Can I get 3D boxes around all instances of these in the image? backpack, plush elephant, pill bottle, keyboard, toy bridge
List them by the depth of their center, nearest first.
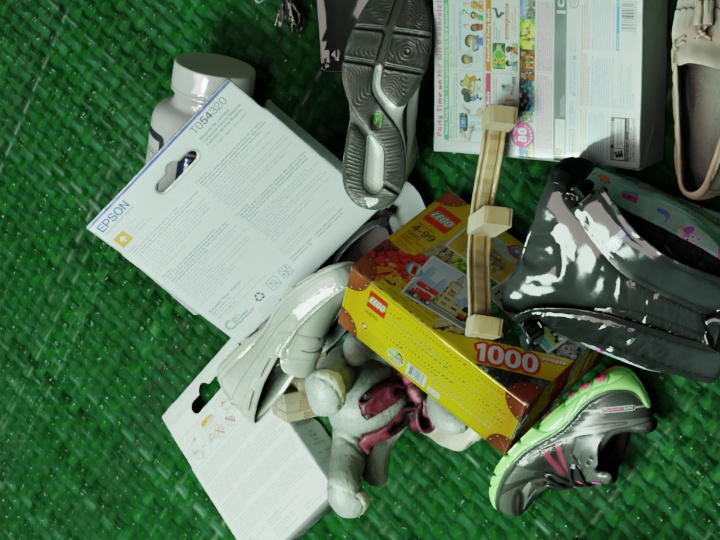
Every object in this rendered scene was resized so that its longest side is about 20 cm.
[{"bbox_3d":[0.234,0.001,1.231,0.198,0.127,0.168,23,125,11],"label":"backpack"},{"bbox_3d":[0.109,-0.042,1.267,0.027,0.067,0.202,6,82,-7],"label":"toy bridge"},{"bbox_3d":[0.048,0.119,1.401,0.153,0.200,0.166,-3,117,12],"label":"plush elephant"},{"bbox_3d":[-0.028,-0.288,1.408,0.126,0.021,0.202,5,105,27],"label":"keyboard"},{"bbox_3d":[-0.159,-0.109,1.491,0.110,0.111,0.202,24,116,26],"label":"pill bottle"}]

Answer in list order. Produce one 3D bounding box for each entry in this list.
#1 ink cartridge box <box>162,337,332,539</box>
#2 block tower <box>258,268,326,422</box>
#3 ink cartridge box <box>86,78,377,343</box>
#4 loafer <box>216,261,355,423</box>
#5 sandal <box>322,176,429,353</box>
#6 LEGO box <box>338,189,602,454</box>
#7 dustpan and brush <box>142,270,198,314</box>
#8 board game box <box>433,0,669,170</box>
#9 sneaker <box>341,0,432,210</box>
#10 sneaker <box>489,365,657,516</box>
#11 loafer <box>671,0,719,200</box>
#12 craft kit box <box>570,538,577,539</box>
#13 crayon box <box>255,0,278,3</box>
[{"bbox_3d":[-0.111,0.192,1.594,0.162,0.050,0.201,-47,68,35],"label":"ink cartridge box"},{"bbox_3d":[-0.071,0.046,1.500,0.054,0.057,0.202,21,117,60],"label":"block tower"},{"bbox_3d":[-0.117,-0.057,1.381,0.196,0.043,0.200,-43,118,14],"label":"ink cartridge box"},{"bbox_3d":[-0.059,0.068,1.407,0.200,0.070,0.070,-47,66,34],"label":"loafer"},{"bbox_3d":[0.000,0.001,1.427,0.076,0.043,0.201,37,102,8],"label":"sandal"},{"bbox_3d":[0.104,0.042,1.325,0.199,0.149,0.078,37,141,19],"label":"LEGO box"},{"bbox_3d":[-0.127,-0.050,1.431,0.200,0.057,0.139,-44,120,6],"label":"dustpan and brush"},{"bbox_3d":[0.161,-0.171,1.286,0.198,0.064,0.149,9,108,31],"label":"board game box"},{"bbox_3d":[0.023,-0.159,1.358,0.075,0.115,0.203,10,96,5],"label":"sneaker"},{"bbox_3d":[0.190,0.172,1.357,0.084,0.076,0.200,52,126,15],"label":"sneaker"},{"bbox_3d":[0.284,-0.156,1.206,0.071,0.063,0.202,7,107,33],"label":"loafer"},{"bbox_3d":[0.231,0.309,1.294,0.198,0.197,0.049,10,110,31],"label":"craft kit box"},{"bbox_3d":[-0.069,-0.341,1.304,0.058,0.172,0.202,-23,92,30],"label":"crayon box"}]
